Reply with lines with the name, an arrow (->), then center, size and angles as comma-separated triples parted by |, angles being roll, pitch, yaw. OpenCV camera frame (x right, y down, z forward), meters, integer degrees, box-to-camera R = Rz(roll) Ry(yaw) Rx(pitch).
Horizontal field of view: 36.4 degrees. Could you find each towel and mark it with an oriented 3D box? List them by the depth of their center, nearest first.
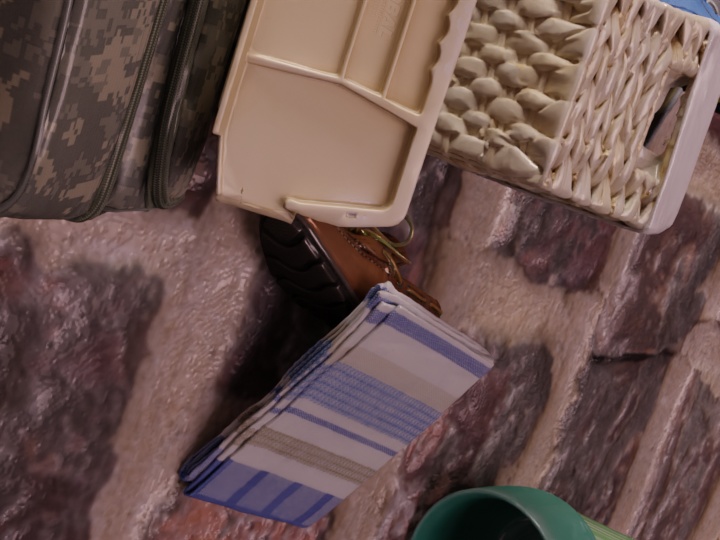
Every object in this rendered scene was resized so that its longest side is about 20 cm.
towel -> -0.013, 0.099, 0.745 | 0.200, 0.024, 0.146 | -44, 139, 15

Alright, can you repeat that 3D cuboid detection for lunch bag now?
lunch bag -> -0.124, -0.128, 0.511 | 0.167, 0.138, 0.203 | -5, 115, -64

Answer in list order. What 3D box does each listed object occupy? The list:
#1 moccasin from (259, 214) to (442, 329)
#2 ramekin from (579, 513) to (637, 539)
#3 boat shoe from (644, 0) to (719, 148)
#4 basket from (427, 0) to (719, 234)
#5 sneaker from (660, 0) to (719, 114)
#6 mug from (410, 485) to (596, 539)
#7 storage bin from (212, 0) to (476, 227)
moccasin -> 0.001, 0.000, 0.733 | 0.201, 0.073, 0.079 | 42, 66, -43
ramekin -> 0.198, 0.330, 1.040 | 0.199, 0.097, 0.203 | -31, 134, -39
boat shoe -> 0.258, -0.175, 0.912 | 0.202, 0.064, 0.075 | -47, 134, -18
basket -> 0.109, -0.120, 0.696 | 0.122, 0.199, 0.138 | 12, 100, -41
sneaker -> 0.257, -0.188, 0.845 | 0.198, 0.066, 0.079 | 30, 73, -8
mug -> 0.116, 0.260, 0.925 | 0.114, 0.183, 0.155 | 10, 77, -49
storage bin -> -0.008, -0.132, 0.546 | 0.092, 0.200, 0.202 | 16, 99, -10
